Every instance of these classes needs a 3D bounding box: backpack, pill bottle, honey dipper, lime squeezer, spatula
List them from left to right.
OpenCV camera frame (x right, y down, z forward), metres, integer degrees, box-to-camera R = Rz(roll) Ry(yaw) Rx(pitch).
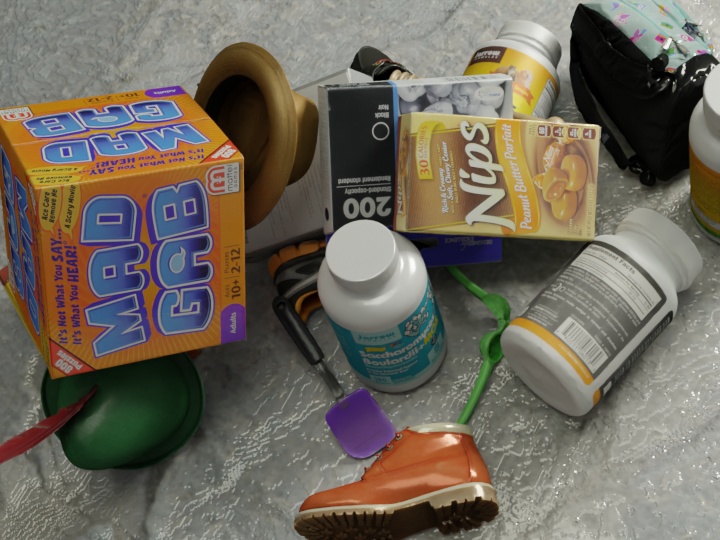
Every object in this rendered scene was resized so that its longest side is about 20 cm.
[{"bbox_3d":[-0.037,0.106,1.432,0.056,0.021,0.201,-35,67,0],"label":"spatula"},{"bbox_3d":[0.020,0.033,1.378,0.110,0.200,0.112,-7,58,11],"label":"pill bottle"},{"bbox_3d":[0.122,-0.171,1.449,0.198,0.038,0.038,18,65,20],"label":"honey dipper"},{"bbox_3d":[0.124,0.066,1.430,0.070,0.038,0.202,-8,58,10],"label":"lime squeezer"},{"bbox_3d":[0.154,-0.179,1.529,0.108,0.110,0.201,16,64,23],"label":"pill bottle"},{"bbox_3d":[0.243,0.039,1.370,0.116,0.117,0.200,37,73,30],"label":"pill bottle"},{"bbox_3d":[0.313,-0.217,1.499,0.126,0.168,0.201,-16,51,-20],"label":"backpack"},{"bbox_3d":[0.387,-0.120,1.378,0.110,0.200,0.112,-7,57,10],"label":"pill bottle"}]

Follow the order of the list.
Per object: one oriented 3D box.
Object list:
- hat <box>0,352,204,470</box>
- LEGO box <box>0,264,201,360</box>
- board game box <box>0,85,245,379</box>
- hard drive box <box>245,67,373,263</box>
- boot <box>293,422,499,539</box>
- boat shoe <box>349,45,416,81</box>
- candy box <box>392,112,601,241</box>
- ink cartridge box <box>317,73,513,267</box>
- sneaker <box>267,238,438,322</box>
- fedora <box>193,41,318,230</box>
[{"bbox_3d":[-0.260,0.169,1.350,0.199,0.166,0.176,-32,17,14],"label":"hat"},{"bbox_3d":[-0.292,0.046,1.524,0.148,0.077,0.200,-33,57,-7],"label":"LEGO box"},{"bbox_3d":[-0.239,-0.045,1.358,0.198,0.202,0.200,-11,31,-22],"label":"board game box"},{"bbox_3d":[-0.067,-0.110,1.497,0.198,0.077,0.157,-17,83,21],"label":"hard drive box"},{"bbox_3d":[0.029,0.210,1.350,0.198,0.075,0.108,-10,54,-2],"label":"boot"},{"bbox_3d":[0.038,-0.211,1.581,0.073,0.064,0.202,-1,35,-18],"label":"boat shoe"},{"bbox_3d":[0.135,-0.091,1.359,0.198,0.055,0.117,2,90,-14],"label":"candy box"},{"bbox_3d":[0.058,-0.094,1.401,0.196,0.202,0.043,-5,15,-11],"label":"ink cartridge box"},{"bbox_3d":[0.000,0.000,1.485,0.198,0.078,0.078,-17,63,12],"label":"sneaker"},{"bbox_3d":[-0.101,-0.137,1.410,0.081,0.202,0.201,-6,46,-37],"label":"fedora"}]
